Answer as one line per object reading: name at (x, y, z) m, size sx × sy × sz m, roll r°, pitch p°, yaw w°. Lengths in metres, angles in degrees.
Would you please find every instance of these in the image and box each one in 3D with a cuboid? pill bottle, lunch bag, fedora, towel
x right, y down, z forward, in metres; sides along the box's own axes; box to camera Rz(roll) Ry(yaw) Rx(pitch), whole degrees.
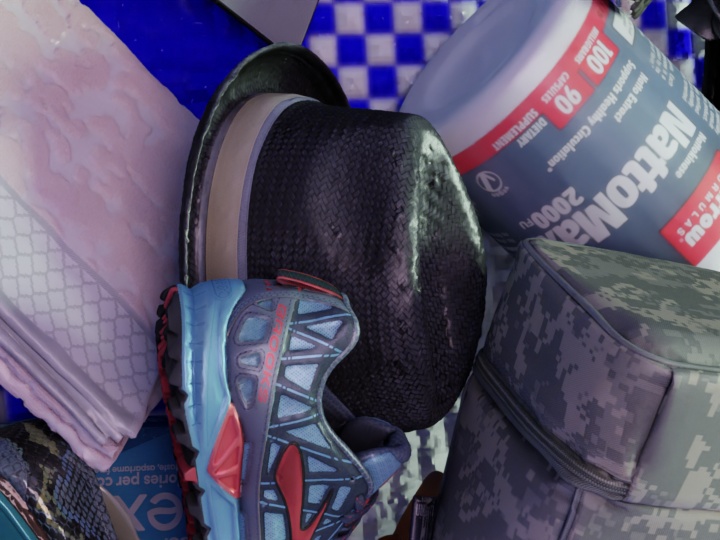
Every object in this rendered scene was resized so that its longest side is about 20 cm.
pill bottle at (0.125, -0.039, 0.958) m, size 0.200 × 0.120 × 0.120 m, roll 42°, pitch 74°, yaw -18°
lunch bag at (0.135, 0.091, 0.866) m, size 0.199 × 0.139 × 0.168 m, roll 9°, pitch 107°, yaw -26°
fedora at (0.000, 0.000, 0.873) m, size 0.200 × 0.091 × 0.202 m, roll 0°, pitch 90°, yaw -64°
towel at (-0.134, -0.043, 0.840) m, size 0.200 × 0.032 × 0.191 m, roll 46°, pitch 37°, yaw -16°

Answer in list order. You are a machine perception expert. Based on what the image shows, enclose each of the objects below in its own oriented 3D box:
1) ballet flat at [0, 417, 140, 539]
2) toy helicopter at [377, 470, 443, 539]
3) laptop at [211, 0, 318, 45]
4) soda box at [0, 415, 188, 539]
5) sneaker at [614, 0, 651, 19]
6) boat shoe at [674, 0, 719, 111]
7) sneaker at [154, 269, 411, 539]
ballet flat at (-0.099, 0.148, 0.824) m, size 0.074 × 0.074 × 0.201 m, roll -30°, pitch 105°, yaw -21°
toy helicopter at (0.037, 0.179, 0.946) m, size 0.132 × 0.079 × 0.200 m, roll 42°, pitch 85°, yaw -23°
laptop at (-0.008, -0.206, 0.857) m, size 0.200 × 0.116 × 0.188 m, roll 33°, pitch 75°, yaw -55°
soda box at (-0.152, 0.100, 0.868) m, size 0.199 × 0.064 × 0.068 m, roll 0°, pitch 90°, yaw -24°
sneaker at (0.121, -0.180, 0.938) m, size 0.089 × 0.200 × 0.079 m, roll 37°, pitch 108°, yaw -6°
boat shoe at (0.190, -0.119, 1.002) m, size 0.066 × 0.075 × 0.200 m, roll -8°, pitch 118°, yaw -8°
sneaker at (-0.023, 0.095, 0.804) m, size 0.095 × 0.079 × 0.201 m, roll -10°, pitch 118°, yaw -5°
